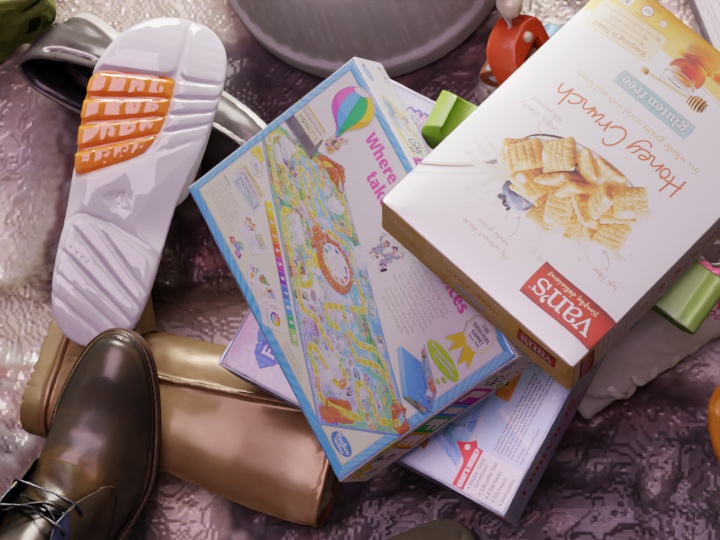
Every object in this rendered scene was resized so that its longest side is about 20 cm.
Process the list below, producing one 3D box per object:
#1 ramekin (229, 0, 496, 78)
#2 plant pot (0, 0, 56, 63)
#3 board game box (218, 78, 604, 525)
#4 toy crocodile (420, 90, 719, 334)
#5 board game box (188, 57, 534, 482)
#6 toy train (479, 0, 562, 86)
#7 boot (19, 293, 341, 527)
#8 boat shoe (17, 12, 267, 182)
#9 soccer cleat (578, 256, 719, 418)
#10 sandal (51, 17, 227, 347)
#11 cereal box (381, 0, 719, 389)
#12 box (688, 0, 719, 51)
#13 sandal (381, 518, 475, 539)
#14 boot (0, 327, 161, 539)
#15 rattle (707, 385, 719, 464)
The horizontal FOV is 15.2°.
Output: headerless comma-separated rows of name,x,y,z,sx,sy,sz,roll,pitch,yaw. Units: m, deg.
ramekin,-0.004,-0.233,1.724,0.199,0.105,0.202,-4,68,11
plant pot,-0.284,-0.229,1.756,0.199,0.200,0.191,-24,79,3
board game box,0.050,0.015,1.585,0.199,0.041,0.201,28,84,19
toy crocodile,0.120,-0.036,1.526,0.200,0.062,0.068,41,88,19
board game box,0.000,0.000,1.539,0.134,0.034,0.201,-36,71,24
toy train,0.106,-0.197,1.680,0.055,0.150,0.201,9,63,34
boot,-0.091,0.051,1.663,0.199,0.066,0.176,13,79,15
boat shoe,-0.135,-0.097,1.716,0.199,0.067,0.057,33,47,28
soccer cleat,0.162,0.042,1.612,0.198,0.070,0.087,-7,84,12
sandal,-0.142,-0.054,1.651,0.079,0.059,0.208,18,86,-2
cereal box,0.128,-0.051,1.482,0.144,0.040,0.200,40,71,16
box,0.240,-0.126,1.664,0.041,0.039,0.201,-21,67,3
sandal,-0.027,0.184,1.569,0.200,0.058,0.080,-26,31,-17
boot,-0.171,0.135,1.589,0.074,0.097,0.201,17,99,10
rattle,0.304,0.117,1.510,0.199,0.143,0.130,24,58,26
